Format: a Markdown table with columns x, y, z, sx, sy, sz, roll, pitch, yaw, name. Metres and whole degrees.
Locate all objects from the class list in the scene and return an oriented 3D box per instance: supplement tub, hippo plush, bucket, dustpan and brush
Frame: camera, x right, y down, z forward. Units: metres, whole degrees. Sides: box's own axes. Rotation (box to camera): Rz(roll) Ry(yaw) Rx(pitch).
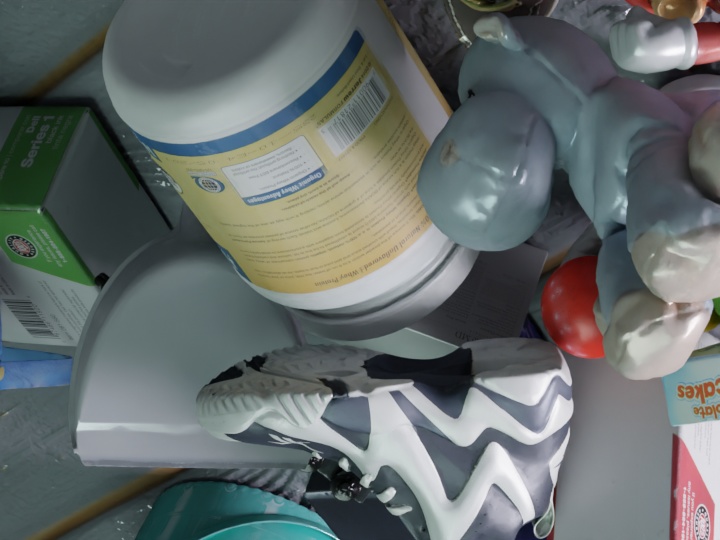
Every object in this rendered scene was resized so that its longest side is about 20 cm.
| x | y | z | sx | sy | sz | roll | pitch | yaw | name |
| --- | --- | --- | --- | --- | --- | --- | --- | --- | --- |
| -0.029 | -0.071 | 1.388 | 0.144 | 0.145 | 0.200 | -2 | 141 | 32 | supplement tub |
| 0.117 | -0.064 | 1.251 | 0.160 | 0.201 | 0.159 | 28 | 166 | 4 | hippo plush |
| -0.090 | 0.255 | 1.911 | 0.206 | 0.135 | 0.208 | 15 | 148 | 9 | bucket |
| -0.091 | 0.006 | 1.478 | 0.139 | 0.201 | 0.057 | 2 | -175 | -9 | dustpan and brush |

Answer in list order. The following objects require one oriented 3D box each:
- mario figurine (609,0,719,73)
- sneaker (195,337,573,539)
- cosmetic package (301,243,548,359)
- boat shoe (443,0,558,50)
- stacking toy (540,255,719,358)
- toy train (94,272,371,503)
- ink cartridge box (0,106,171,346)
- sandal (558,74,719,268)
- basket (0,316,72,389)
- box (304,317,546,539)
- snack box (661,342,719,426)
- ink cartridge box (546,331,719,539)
| x | y | z | sx | sy | sz | roll | pitch | yaw | name |
| --- | --- | --- | --- | --- | --- | --- | --- | --- | --- |
| 0.181 | -0.142 | 1.182 | 0.199 | 0.123 | 0.107 | 20 | 129 | 31 | mario figurine |
| 0.015 | 0.109 | 1.413 | 0.198 | 0.080 | 0.130 | -5 | 107 | -3 | sneaker |
| 0.000 | 0.000 | 1.535 | 0.199 | 0.083 | 0.051 | 20 | 148 | 3 | cosmetic package |
| 0.064 | -0.162 | 1.280 | 0.071 | 0.060 | 0.200 | 15 | 147 | 8 | boat shoe |
| 0.186 | -0.004 | 1.378 | 0.199 | 0.086 | 0.085 | -15 | 135 | 21 | stacking toy |
| -0.066 | 0.058 | 1.514 | 0.200 | 0.046 | 0.034 | 38 | -173 | -2 | toy train |
| -0.234 | -0.027 | 1.624 | 0.199 | 0.085 | 0.146 | 3 | 145 | 26 | ink cartridge box |
| 0.161 | -0.036 | 1.429 | 0.082 | 0.050 | 0.203 | 12 | 137 | -13 | sandal |
| -0.286 | 0.052 | 1.573 | 0.175 | 0.140 | 0.200 | 5 | -174 | 20 | basket |
| 0.071 | 0.133 | 1.629 | 0.104 | 0.149 | 0.200 | -3 | 141 | 32 | box |
| 0.256 | 0.039 | 1.371 | 0.116 | 0.199 | 0.037 | -11 | 91 | 41 | snack box |
| 0.187 | 0.125 | 1.496 | 0.082 | 0.148 | 0.200 | -7 | 158 | 32 | ink cartridge box |
